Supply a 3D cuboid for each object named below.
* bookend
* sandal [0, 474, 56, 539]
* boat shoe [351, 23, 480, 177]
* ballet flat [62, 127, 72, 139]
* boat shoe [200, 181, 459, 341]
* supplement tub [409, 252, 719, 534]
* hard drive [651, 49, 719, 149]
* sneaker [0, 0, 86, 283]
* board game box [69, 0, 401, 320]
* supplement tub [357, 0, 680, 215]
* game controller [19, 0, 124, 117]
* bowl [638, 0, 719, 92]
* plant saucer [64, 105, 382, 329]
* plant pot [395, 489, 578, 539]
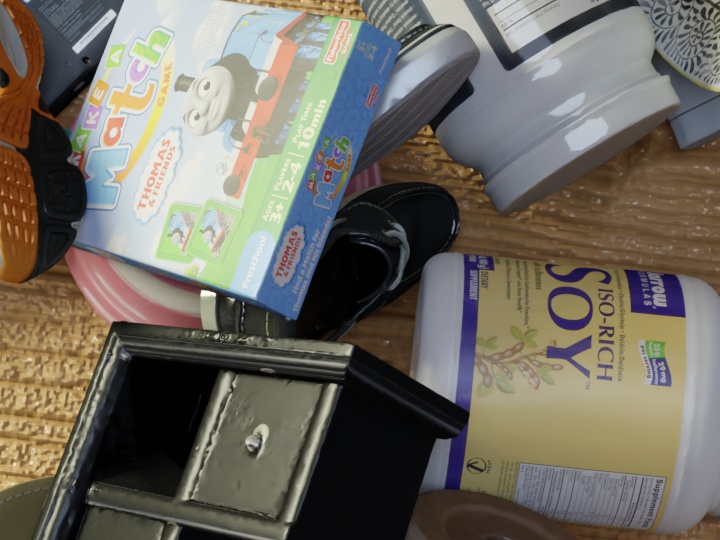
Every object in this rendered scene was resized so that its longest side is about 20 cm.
[{"bbox_3d":[-0.071,0.139,0.916,0.092,0.198,0.202,31,72,-39],"label":"bookend"},{"bbox_3d":[-0.128,0.153,1.045,0.210,0.070,0.078,-2,84,-24],"label":"sandal"},{"bbox_3d":[-0.027,-0.083,0.992,0.199,0.072,0.071,-35,77,20],"label":"boat shoe"},{"bbox_3d":[-0.249,-0.026,1.071,0.198,0.068,0.064,-19,118,0],"label":"ballet flat"},{"bbox_3d":[0.000,0.000,1.017,0.067,0.199,0.073,-1,108,41],"label":"boat shoe"},{"bbox_3d":[0.127,0.070,1.015,0.198,0.145,0.147,5,83,0],"label":"supplement tub"},{"bbox_3d":[0.211,-0.190,1.071,0.131,0.027,0.202,-26,80,36],"label":"hard drive"},{"bbox_3d":[-0.216,-0.068,1.012,0.092,0.075,0.201,-34,53,24],"label":"sneaker"},{"bbox_3d":[-0.082,-0.069,0.973,0.199,0.036,0.153,15,82,46],"label":"board game box"},{"bbox_3d":[0.082,-0.149,1.044,0.140,0.140,0.201,-29,84,-4],"label":"supplement tub"},{"bbox_3d":[-0.186,-0.168,1.101,0.104,0.042,0.200,45,85,-10],"label":"game controller"},{"bbox_3d":[0.189,-0.209,0.986,0.094,0.201,0.202,-31,84,-6],"label":"bowl"},{"bbox_3d":[-0.085,-0.045,1.075,0.198,0.051,0.203,0,83,0],"label":"plant saucer"},{"bbox_3d":[0.047,0.215,0.944,0.198,0.200,0.176,19,107,2],"label":"plant pot"}]
